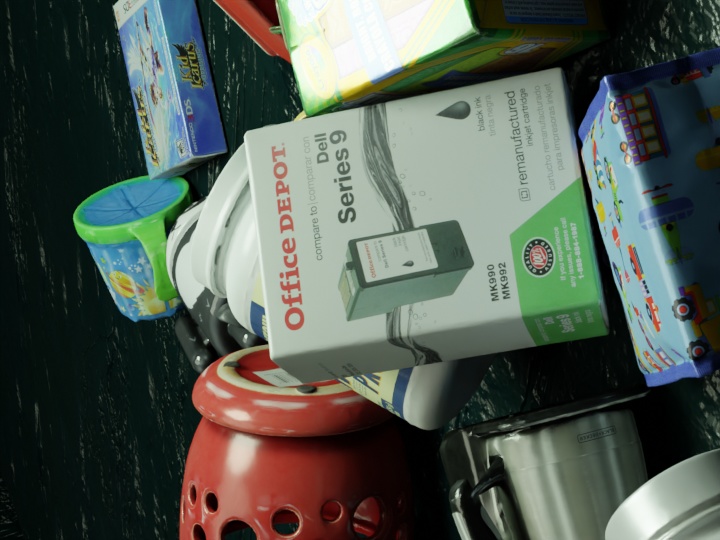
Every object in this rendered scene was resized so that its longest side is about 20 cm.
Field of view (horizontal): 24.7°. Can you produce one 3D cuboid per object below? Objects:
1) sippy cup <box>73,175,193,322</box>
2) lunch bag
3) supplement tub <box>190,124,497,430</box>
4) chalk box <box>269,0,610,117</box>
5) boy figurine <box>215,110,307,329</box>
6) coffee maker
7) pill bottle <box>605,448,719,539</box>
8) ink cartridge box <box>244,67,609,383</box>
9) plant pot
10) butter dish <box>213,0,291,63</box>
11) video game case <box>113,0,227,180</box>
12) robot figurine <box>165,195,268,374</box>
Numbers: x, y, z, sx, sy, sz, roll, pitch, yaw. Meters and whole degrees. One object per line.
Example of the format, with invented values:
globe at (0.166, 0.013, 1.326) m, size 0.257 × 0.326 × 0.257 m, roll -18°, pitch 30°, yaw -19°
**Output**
sippy cup at (-0.239, -0.020, 1.841) m, size 0.178 × 0.138 × 0.132 m, roll -63°, pitch -36°, yaw -59°
lunch bag at (0.165, -0.018, 0.887) m, size 0.200 × 0.093 × 0.152 m, roll 136°, pitch 118°, yaw -78°
supplement tub at (0.000, 0.000, 1.108) m, size 0.199 × 0.145 × 0.146 m, roll 28°, pitch 137°, yaw 16°
chalk box at (0.028, -0.166, 0.998) m, size 0.199 × 0.124 × 0.125 m, roll -21°, pitch 81°, yaw 47°
boy figurine at (-0.050, -0.042, 1.374) m, size 0.064 × 0.123 × 0.202 m, roll -24°, pitch -44°, yaw -83°
coffee maker at (0.134, 0.184, 1.033) m, size 0.192 × 0.133 × 0.203 m, roll 61°, pitch -164°, yaw -84°
pill bottle at (0.209, 0.199, 0.832) m, size 0.115 × 0.113 × 0.201 m, roll 105°, pitch 146°, yaw -49°
ink cartridge box at (0.039, -0.023, 0.986) m, size 0.084 × 0.197 × 0.148 m, roll 46°, pitch -146°, yaw -72°
plant pot at (-0.053, 0.164, 1.369) m, size 0.200 × 0.198 × 0.185 m, roll -152°, pitch 60°, yaw -63°
butter dish at (-0.073, -0.280, 1.271) m, size 0.200 × 0.148 × 0.200 m, roll 41°, pitch -170°, yaw -45°
video game case at (-0.206, -0.208, 1.757) m, size 0.181 × 0.045 × 0.203 m, roll 168°, pitch 90°, yaw -70°
robot figurine at (-0.104, 0.009, 1.503) m, size 0.200 × 0.149 × 0.126 m, roll 49°, pitch 157°, yaw 51°
